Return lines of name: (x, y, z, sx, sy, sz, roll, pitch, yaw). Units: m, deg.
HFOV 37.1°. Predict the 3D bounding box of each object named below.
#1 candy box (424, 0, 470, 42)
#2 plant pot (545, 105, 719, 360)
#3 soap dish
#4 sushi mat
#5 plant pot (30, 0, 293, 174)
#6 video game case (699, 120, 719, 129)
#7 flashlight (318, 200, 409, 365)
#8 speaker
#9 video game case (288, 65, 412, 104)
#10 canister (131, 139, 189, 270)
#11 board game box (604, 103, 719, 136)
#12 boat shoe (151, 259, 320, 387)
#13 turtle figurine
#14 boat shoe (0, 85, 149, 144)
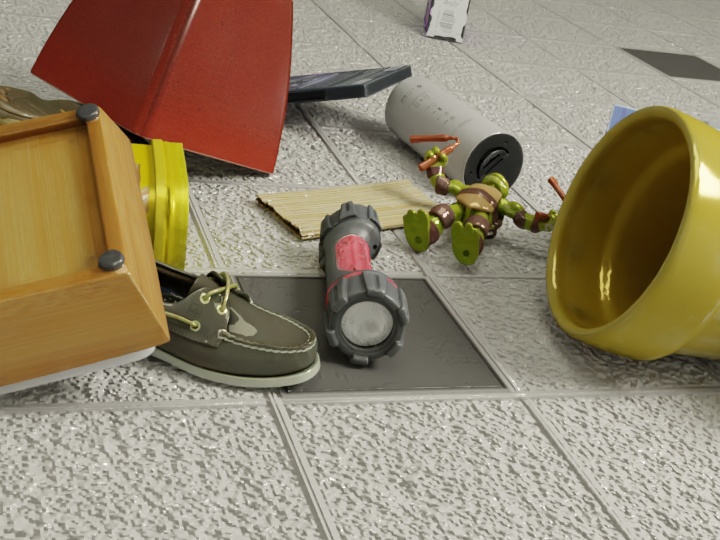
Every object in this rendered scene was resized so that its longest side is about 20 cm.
candy box: (0.166, -0.529, 1.912, 0.070, 0.203, 0.168, 10, 25, -2)
plant pot: (0.286, -0.011, 0.900, 0.186, 0.203, 0.201, 19, 21, -18)
soap dish: (-0.221, -0.020, 0.722, 0.155, 0.082, 0.202, -13, 49, -10)
sushi mat: (-0.002, -0.065, 1.088, 0.198, 0.012, 0.095, -9, 31, -36)
plant pot: (-0.183, -0.233, 1.106, 0.199, 0.179, 0.199, 29, 11, 35)
video game case: (0.382, -0.076, 1.038, 0.179, 0.200, 0.023, 7, 62, 32)
flashlight: (0.000, 0.000, 0.886, 0.066, 0.069, 0.201, 7, 26, -6)
speaker: (0.105, -0.157, 1.247, 0.080, 0.082, 0.200, -3, 28, -28)
video game case: (-0.053, -0.227, 1.325, 0.197, 0.019, 0.143, -1, 18, 27)
canister: (-0.245, -0.057, 0.884, 0.196, 0.088, 0.149, 2, 26, -15)
board game box: (0.321, -0.065, 1.032, 0.197, 0.200, 0.044, 16, 67, 12)
boat shoe: (-0.123, 0.030, 0.778, 0.198, 0.061, 0.072, 15, 25, 8)
turtle figurine: (0.105, -0.065, 1.072, 0.198, 0.065, 0.161, 30, 37, 18)
boat shoe: (-0.280, -0.119, 1.018, 0.072, 0.068, 0.199, 40, 18, 29)
